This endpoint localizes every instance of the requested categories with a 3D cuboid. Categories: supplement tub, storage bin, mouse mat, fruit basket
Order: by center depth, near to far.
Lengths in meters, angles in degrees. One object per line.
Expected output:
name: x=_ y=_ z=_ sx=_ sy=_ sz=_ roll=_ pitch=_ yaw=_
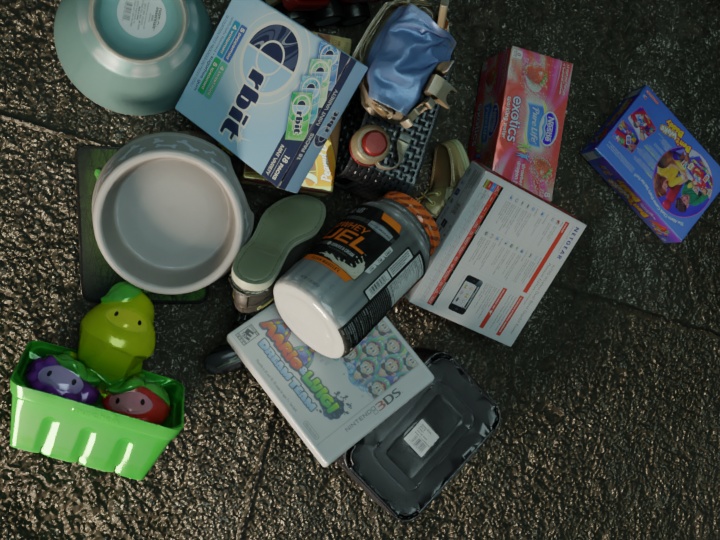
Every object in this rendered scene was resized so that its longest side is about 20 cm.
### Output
fruit basket: x=-0.303 y=0.121 z=1.054 sx=0.215 sy=0.156 sz=0.216 roll=-3 pitch=108 yaw=-9
supplement tub: x=0.000 y=0.000 z=1.069 sx=0.200 sy=0.122 sz=0.123 roll=-44 pitch=101 yaw=-27
mouse mat: x=-0.269 y=-0.054 z=1.089 sx=0.160 sy=0.008 sz=0.201 roll=1 pitch=105 yaw=-6
storage bin: x=0.035 y=-0.197 z=1.157 sx=0.093 sy=0.135 sz=0.201 roll=19 pitch=84 yaw=-15
storage bin: x=0.071 y=0.215 z=1.177 sx=0.200 sy=0.094 sz=0.135 roll=-45 pitch=101 yaw=-14

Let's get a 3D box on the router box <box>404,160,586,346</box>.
router box: x=0.176 y=-0.018 z=1.178 sx=0.179 sy=0.049 sz=0.200 roll=25 pitch=103 yaw=-25

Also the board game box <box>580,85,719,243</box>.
board game box: x=0.447 y=-0.159 z=1.328 sx=0.200 sy=0.045 sz=0.135 roll=44 pitch=78 yaw=-11

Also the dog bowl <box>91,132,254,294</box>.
dog bowl: x=-0.227 y=-0.062 z=1.057 sx=0.199 sy=0.059 sz=0.201 roll=-1 pitch=107 yaw=-5

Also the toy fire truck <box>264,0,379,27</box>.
toy fire truck: x=-0.004 y=-0.367 z=1.097 sx=0.176 sy=0.200 sz=0.129 roll=-17 pitch=93 yaw=-43

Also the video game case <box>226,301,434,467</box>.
video game case: x=-0.036 y=0.110 z=1.094 sx=0.182 sy=0.024 sz=0.200 roll=-35 pitch=79 yaw=-24

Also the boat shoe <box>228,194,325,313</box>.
boat shoe: x=-0.105 y=-0.025 z=1.107 sx=0.072 sy=0.061 sz=0.201 roll=24 pitch=42 yaw=10

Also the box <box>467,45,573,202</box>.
box: x=0.220 y=-0.197 z=1.235 sx=0.102 sy=0.095 sz=0.201 roll=12 pitch=86 yaw=-17

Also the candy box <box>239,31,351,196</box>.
candy box: x=-0.083 y=-0.204 z=1.123 sx=0.115 sy=0.055 sz=0.201 roll=8 pitch=88 yaw=-13

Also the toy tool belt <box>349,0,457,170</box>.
toy tool belt: x=0.049 y=-0.223 z=1.026 sx=0.125 sy=0.123 sz=0.201 roll=23 pitch=83 yaw=-14

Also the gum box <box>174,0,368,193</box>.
gum box: x=-0.111 y=-0.217 z=1.048 sx=0.200 sy=0.045 sz=0.170 roll=38 pitch=104 yaw=29

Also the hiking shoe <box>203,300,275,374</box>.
hiking shoe: x=-0.137 y=0.052 z=1.143 sx=0.200 sy=0.076 sz=0.101 roll=-39 pitch=91 yaw=-23

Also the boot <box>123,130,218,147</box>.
boot: x=-0.231 y=-0.082 z=1.119 sx=0.146 sy=0.070 sz=0.201 roll=-21 pitch=101 yaw=-7

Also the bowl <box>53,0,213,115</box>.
bowl: x=-0.276 y=-0.300 z=1.084 sx=0.200 sy=0.105 sz=0.202 roll=0 pitch=90 yaw=-16

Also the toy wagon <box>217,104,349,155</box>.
toy wagon: x=-0.118 y=-0.229 z=1.164 sx=0.200 sy=0.040 sz=0.155 roll=-45 pitch=101 yaw=-12

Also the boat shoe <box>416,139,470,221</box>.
boat shoe: x=0.112 y=-0.082 z=1.212 sx=0.066 sy=0.074 sz=0.201 roll=-1 pitch=89 yaw=-22
